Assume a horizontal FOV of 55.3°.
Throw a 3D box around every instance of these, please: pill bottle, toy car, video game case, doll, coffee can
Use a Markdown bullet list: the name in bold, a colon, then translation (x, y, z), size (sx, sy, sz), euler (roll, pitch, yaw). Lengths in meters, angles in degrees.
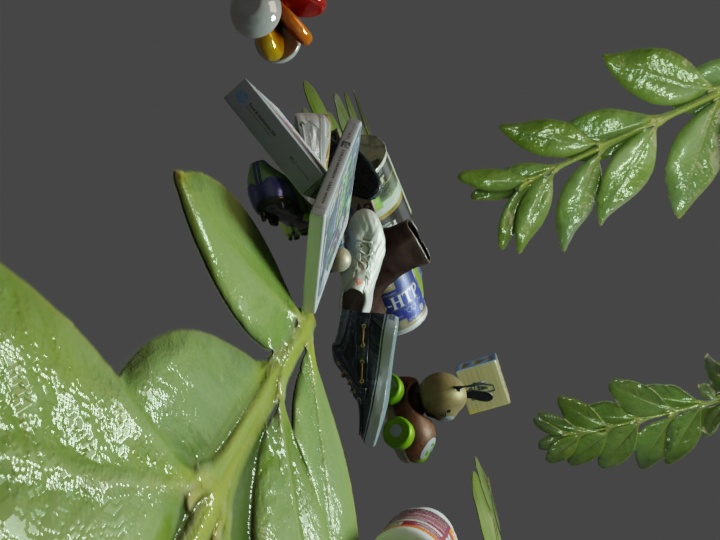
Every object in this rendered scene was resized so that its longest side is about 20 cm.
- **pill bottle**: translation (0.052, 0.020, 1.396), size (0.120, 0.118, 0.202), euler (-88, 157, -63)
- **toy car**: translation (0.145, 0.253, 1.261), size (0.164, 0.198, 0.159), euler (54, 20, -60)
- **pill bottle**: translation (0.073, 0.377, 0.908), size (0.200, 0.108, 0.111), euler (33, 40, -74)
- **video game case**: translation (-0.039, -0.070, 0.925), size (0.201, 0.023, 0.183), euler (100, 6, -51)
- **doll**: translation (-0.047, -0.066, 1.131), size (0.201, 0.048, 0.138), euler (-101, -167, -54)
- **toy car**: translation (-0.133, -0.449, 1.112), size (0.175, 0.148, 0.202), euler (11, 61, -78)
- **coffee can**: translation (0.016, -0.160, 1.443), size (0.201, 0.145, 0.147), euler (61, 14, -44)

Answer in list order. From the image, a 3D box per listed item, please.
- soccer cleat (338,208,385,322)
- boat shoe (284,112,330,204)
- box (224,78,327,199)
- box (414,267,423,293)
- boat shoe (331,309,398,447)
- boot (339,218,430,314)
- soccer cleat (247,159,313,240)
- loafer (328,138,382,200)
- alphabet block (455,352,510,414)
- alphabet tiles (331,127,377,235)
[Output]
- **soccer cleat**: translation (0.000, 0.000, 1.142), size (0.078, 0.068, 0.203), euler (-44, 142, -74)
- **boat shoe**: translation (-0.089, -0.153, 1.096), size (0.071, 0.068, 0.203), euler (154, -62, -69)
- **box**: translation (-0.099, -0.168, 0.938), size (0.156, 0.041, 0.200), euler (51, 4, 1)
- **box**: translation (0.173, 0.006, 2.308), size (0.200, 0.047, 0.123), euler (-83, 154, -68)
- **boat shoe**: translation (0.000, 0.159, 1.036), size (0.071, 0.090, 0.203), euler (-17, 115, -80)
- **boot**: translation (0.052, 0.008, 1.256), size (0.201, 0.165, 0.073), euler (62, 26, -30)
- **soccer cleat**: translation (-0.097, -0.094, 0.934), size (0.200, 0.064, 0.085), euler (34, 37, -74)
- **loafer**: translation (-0.031, -0.183, 1.202), size (0.200, 0.073, 0.072), euler (43, 3, 27)
- **alphabet block**: translation (0.543, 0.502, 3.061), size (0.195, 0.194, 0.202), euler (-16, 88, -79)
- **alphabet tiles**: translation (-0.032, -0.157, 1.281), size (0.166, 0.006, 0.202), euler (-8, -77, 61)
